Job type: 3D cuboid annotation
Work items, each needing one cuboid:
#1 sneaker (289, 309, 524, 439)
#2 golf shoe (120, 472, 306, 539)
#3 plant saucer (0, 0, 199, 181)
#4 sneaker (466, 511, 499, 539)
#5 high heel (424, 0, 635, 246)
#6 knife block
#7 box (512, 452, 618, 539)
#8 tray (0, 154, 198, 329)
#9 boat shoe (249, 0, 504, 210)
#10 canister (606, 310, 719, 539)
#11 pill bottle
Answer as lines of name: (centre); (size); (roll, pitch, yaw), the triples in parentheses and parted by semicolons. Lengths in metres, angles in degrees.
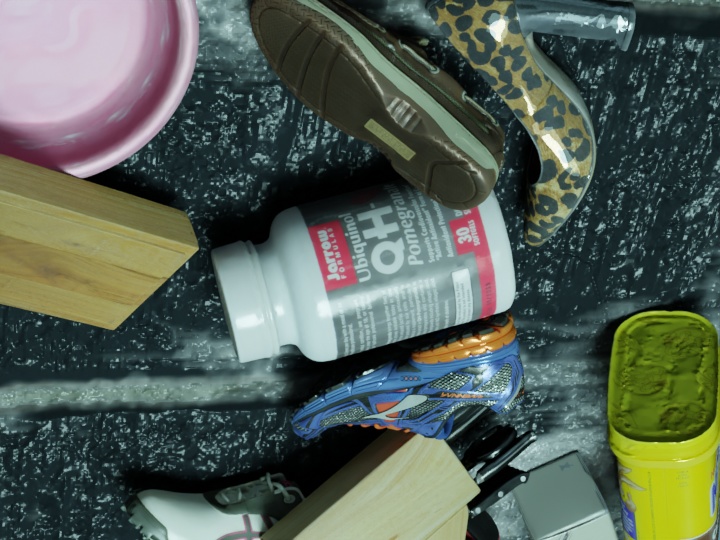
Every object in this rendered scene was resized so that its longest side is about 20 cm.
sneaker: (0.034, 0.095, 1.172); (0.199, 0.075, 0.079); (-20, 102, 29)
golf shoe: (-0.095, 0.193, 1.249); (0.199, 0.077, 0.089); (22, 99, -35)
plant saucer: (-0.202, -0.151, 0.984); (0.199, 0.051, 0.202); (-9, 125, -13)
sneaker: (0.032, 0.263, 1.294); (0.199, 0.074, 0.087); (-20, 146, -39)
high heel: (0.097, -0.109, 1.106); (0.141, 0.072, 0.201); (7, 122, -10)
knife block: (0.034, 0.150, 1.223); (0.198, 0.064, 0.177); (8, 87, -17)
box: (0.194, 0.259, 1.371); (0.068, 0.082, 0.201); (-23, 126, 0)
tray: (-0.211, -0.018, 1.032); (0.099, 0.037, 0.199); (-41, 143, 27)
boat shoe: (0.015, -0.128, 1.057); (0.202, 0.075, 0.075); (42, 140, -15)
canister: (0.250, 0.156, 1.278); (0.086, 0.149, 0.201); (-1, 130, 14)
pill bottle: (0.000, 0.000, 1.112); (0.198, 0.111, 0.111); (-15, 127, -8)
